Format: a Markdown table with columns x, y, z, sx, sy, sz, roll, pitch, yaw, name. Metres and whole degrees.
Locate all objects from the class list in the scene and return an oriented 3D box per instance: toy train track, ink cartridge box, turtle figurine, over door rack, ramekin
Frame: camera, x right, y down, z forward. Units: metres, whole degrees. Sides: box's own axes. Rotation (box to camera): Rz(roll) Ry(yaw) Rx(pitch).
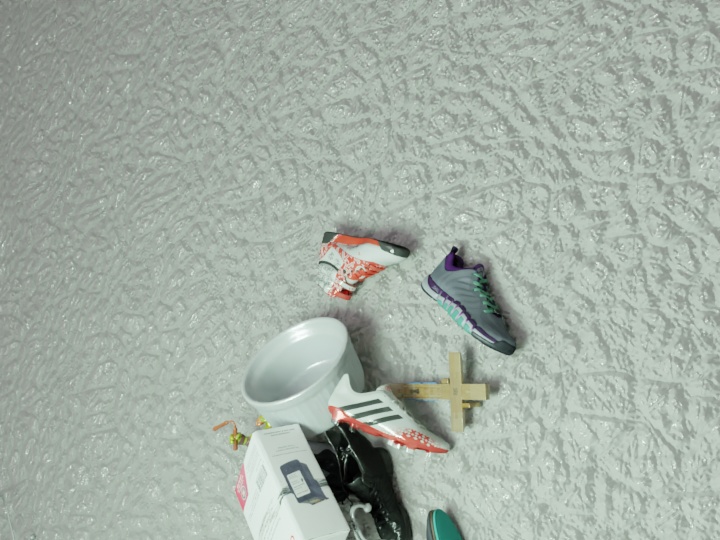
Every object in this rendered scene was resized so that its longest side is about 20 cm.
| x | y | z | sx | sy | sz | roll | pitch | yaw | name |
| --- | --- | --- | --- | --- | --- | --- | --- | --- | --- |
| 0.124 | 0.185 | 1.320 | 0.198 | 0.032 | 0.117 | -8 | 81 | 47 | toy train track |
| -0.107 | 0.359 | 1.290 | 0.201 | 0.083 | 0.146 | 57 | 139 | 40 | ink cartridge box |
| -0.160 | 0.314 | 1.514 | 0.196 | 0.064 | 0.164 | -15 | 77 | 15 | turtle figurine |
| -0.845 | 0.643 | 2.042 | 0.147 | 0.066 | 0.202 | -36 | 78 | 30 | over door rack |
| -0.088 | 0.179 | 1.409 | 0.198 | 0.099 | 0.202 | -23 | 29 | 13 | ramekin |
| 0.001 | 0.450 | 1.299 | 0.147 | 0.066 | 0.204 | -26 | 80 | 58 | over door rack |

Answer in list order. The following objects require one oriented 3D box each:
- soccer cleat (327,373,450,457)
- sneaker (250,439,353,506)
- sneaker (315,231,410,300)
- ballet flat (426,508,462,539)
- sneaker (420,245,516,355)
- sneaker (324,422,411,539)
| x | y | z | sx | sy | sz | roll | pitch | yaw | name |
| --- | --- | --- | --- | --- | --- | --- | --- | --- | --- |
| 0.047 | 0.221 | 1.304 | 0.197 | 0.069 | 0.087 | 19 | 79 | 7 | soccer cleat |
| -0.096 | 0.335 | 1.420 | 0.196 | 0.075 | 0.116 | 6 | 88 | 18 | sneaker |
| 0.000 | 0.000 | 1.452 | 0.199 | 0.067 | 0.110 | 11 | 88 | 46 | sneaker |
| 0.133 | 0.442 | 1.222 | 0.073 | 0.072 | 0.201 | -46 | 55 | 23 | ballet flat |
| 0.172 | 0.041 | 1.283 | 0.088 | 0.074 | 0.200 | -56 | 49 | 10 | sneaker |
| 0.011 | 0.338 | 1.331 | 0.060 | 0.103 | 0.203 | -31 | 60 | 31 | sneaker |
